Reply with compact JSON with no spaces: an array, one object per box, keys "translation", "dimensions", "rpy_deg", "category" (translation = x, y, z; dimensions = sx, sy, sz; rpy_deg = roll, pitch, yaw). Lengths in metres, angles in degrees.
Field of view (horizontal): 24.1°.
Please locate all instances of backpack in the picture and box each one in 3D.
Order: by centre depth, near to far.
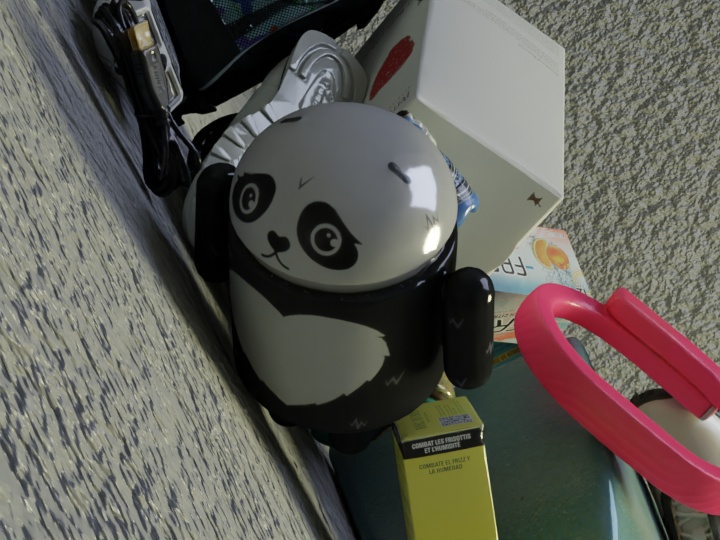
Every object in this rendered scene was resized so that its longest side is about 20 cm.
[{"translation":[-0.069,-0.207,1.185],"dimensions":[0.151,0.199,0.177],"rpy_deg":[66,-21,-5],"category":"backpack"}]

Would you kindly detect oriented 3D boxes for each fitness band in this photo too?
[{"translation":[0.189,0.080,1.127],"dimensions":[0.200,0.037,0.144],"rpy_deg":[39,30,3],"category":"fitness band"}]

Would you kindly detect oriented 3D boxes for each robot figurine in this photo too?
[{"translation":[-0.011,0.007,0.907],"dimensions":[0.125,0.149,0.201],"rpy_deg":[-103,-169,-46],"category":"robot figurine"}]

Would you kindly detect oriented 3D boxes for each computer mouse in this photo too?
[{"translation":[-0.135,-0.125,1.008],"dimensions":[0.200,0.044,0.110],"rpy_deg":[-112,-179,-66],"category":"computer mouse"}]

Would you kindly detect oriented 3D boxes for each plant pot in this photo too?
[{"translation":[0.113,0.205,1.137],"dimensions":[0.200,0.195,0.196],"rpy_deg":[-105,169,-60],"category":"plant pot"}]

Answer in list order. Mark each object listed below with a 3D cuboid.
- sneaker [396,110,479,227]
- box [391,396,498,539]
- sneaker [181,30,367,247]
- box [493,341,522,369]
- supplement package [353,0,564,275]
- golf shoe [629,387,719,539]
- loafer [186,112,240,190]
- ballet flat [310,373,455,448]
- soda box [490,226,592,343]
[{"translation":[0.000,0.000,1.019],"dimensions":[0.085,0.200,0.077],"rpy_deg":[39,40,0],"category":"sneaker"},{"translation":[0.056,0.179,0.967],"dimensions":[0.075,0.050,0.201],"rpy_deg":[-121,-157,-81],"category":"box"},{"translation":[-0.062,-0.068,1.078],"dimensions":[0.076,0.080,0.200],"rpy_deg":[45,45,-12],"category":"sneaker"},{"translation":[0.086,0.012,1.336],"dimensions":[0.201,0.082,0.049],"rpy_deg":[63,0,31],"category":"box"},{"translation":[0.056,-0.094,1.130],"dimensions":[0.119,0.121,0.200],"rpy_deg":[33,32,-16],"category":"supplement package"},{"translation":[0.249,0.176,1.198],"dimensions":[0.201,0.077,0.088],"rpy_deg":[61,26,-7],"category":"golf shoe"},{"translation":[-0.067,-0.016,1.159],"dimensions":[0.071,0.073,0.201],"rpy_deg":[79,-8,-65],"category":"loafer"},{"translation":[0.013,0.069,1.083],"dimensions":[0.071,0.070,0.200],"rpy_deg":[63,-22,5],"category":"ballet flat"},{"translation":[0.070,0.004,1.207],"dimensions":[0.199,0.064,0.069],"rpy_deg":[7,52,-37],"category":"soda box"}]
